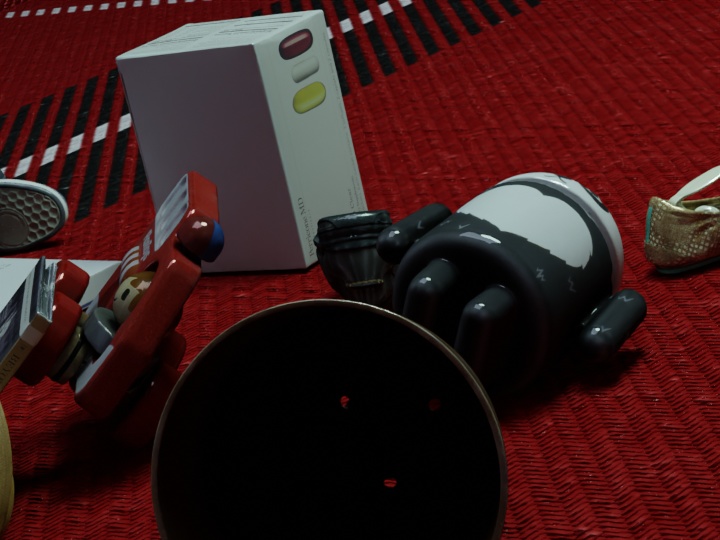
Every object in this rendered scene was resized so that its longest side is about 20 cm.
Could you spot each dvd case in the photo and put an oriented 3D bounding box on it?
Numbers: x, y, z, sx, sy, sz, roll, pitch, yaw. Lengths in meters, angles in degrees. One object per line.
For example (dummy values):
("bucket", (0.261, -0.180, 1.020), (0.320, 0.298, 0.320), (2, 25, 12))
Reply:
("dvd case", (-0.270, 0.090, 1.530), (0.200, 0.016, 0.149), (-53, 14, 8))

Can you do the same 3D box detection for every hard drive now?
("hard drive", (-0.318, 0.023, 2.002), (0.199, 0.026, 0.132), (1, 22, 43))

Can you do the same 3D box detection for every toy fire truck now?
("toy fire truck", (-0.156, 0.019, 1.580), (0.168, 0.112, 0.200), (-54, 12, 11))

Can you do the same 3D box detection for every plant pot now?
("plant pot", (0.000, 0.102, 1.239), (0.186, 0.188, 0.200), (-10, 2, 10))

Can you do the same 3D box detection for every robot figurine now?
("robot figurine", (0.099, 0.008, 1.518), (0.125, 0.151, 0.200), (-31, 2, 38))

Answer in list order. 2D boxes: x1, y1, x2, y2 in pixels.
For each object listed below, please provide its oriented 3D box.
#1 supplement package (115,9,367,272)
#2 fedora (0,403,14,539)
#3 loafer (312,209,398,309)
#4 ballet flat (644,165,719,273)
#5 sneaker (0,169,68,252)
("supplement package", (-0.100, -0.110, 1.953), (0.155, 0.201, 0.111), (-2, 20, 35))
("fedora", (-0.279, 0.133, 1.408), (0.200, 0.202, 0.082), (-5, -19, 28))
("loafer", (0.000, 0.000, 1.736), (0.072, 0.073, 0.200), (-8, -5, 6))
("ballet flat", (0.302, -0.055, 1.679), (0.199, 0.066, 0.070), (-18, 16, -17))
("sneaker", (-0.362, -0.071, 2.264), (0.201, 0.077, 0.146), (-8, 19, 23))
